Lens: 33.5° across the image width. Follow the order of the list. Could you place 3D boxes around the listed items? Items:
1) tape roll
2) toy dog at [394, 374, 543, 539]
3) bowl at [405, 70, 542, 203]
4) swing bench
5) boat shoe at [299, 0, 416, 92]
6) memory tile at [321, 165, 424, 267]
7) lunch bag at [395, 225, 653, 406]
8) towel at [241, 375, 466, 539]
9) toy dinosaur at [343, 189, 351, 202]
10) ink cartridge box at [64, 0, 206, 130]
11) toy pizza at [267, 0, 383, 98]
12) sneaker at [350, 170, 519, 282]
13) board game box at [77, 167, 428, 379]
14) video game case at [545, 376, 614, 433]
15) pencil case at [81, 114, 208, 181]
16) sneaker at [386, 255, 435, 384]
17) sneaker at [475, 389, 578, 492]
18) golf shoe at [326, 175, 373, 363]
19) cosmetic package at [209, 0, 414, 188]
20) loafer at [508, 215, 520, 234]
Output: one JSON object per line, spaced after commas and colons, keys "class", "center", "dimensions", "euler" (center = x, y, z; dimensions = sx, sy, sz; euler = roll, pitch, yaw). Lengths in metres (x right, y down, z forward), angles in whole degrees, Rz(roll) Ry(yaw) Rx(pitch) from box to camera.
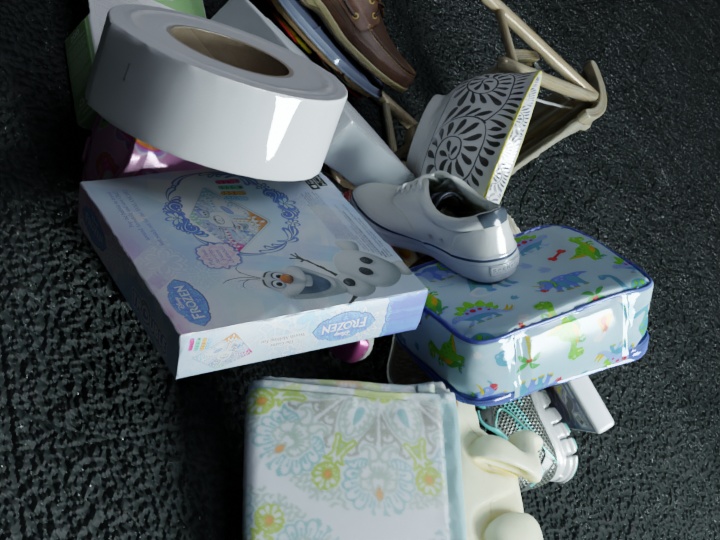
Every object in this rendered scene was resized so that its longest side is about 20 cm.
{"class": "tape roll", "center": [-0.115, -0.145, 0.958], "dimensions": [0.202, 0.071, 0.202], "euler": [19, 20, -7]}
{"class": "toy dog", "center": [0.068, 0.188, 1.015], "dimensions": [0.194, 0.140, 0.200], "euler": [-8, 63, -23]}
{"class": "bowl", "center": [0.104, -0.120, 1.203], "dimensions": [0.094, 0.201, 0.201], "euler": [21, 34, 9]}
{"class": "swing bench", "center": [0.149, -0.177, 1.364], "dimensions": [0.200, 0.199, 0.130], "euler": [25, 43, -35]}
{"class": "boat shoe", "center": [-0.006, -0.278, 1.282], "dimensions": [0.200, 0.068, 0.072], "euler": [47, 14, -9]}
{"class": "memory tile", "center": [0.028, -0.037, 1.253], "dimensions": [0.200, 0.017, 0.153], "euler": [54, 33, 0]}
{"class": "lunch bag", "center": [0.136, 0.033, 1.026], "dimensions": [0.200, 0.083, 0.161], "euler": [-17, 31, -24]}
{"class": "towel", "center": [-0.006, 0.175, 0.910], "dimensions": [0.171, 0.048, 0.200], "euler": [3, 60, -8]}
{"class": "toy dinosaur", "center": [-0.097, 0.000, 0.997], "dimensions": [0.181, 0.105, 0.200], "euler": [21, 39, -25]}
{"class": "ink cartridge box", "center": [-0.198, -0.199, 1.095], "dimensions": [0.145, 0.048, 0.200], "euler": [17, 45, -43]}
{"class": "toy pizza", "center": [-0.050, -0.258, 1.304], "dimensions": [0.200, 0.032, 0.200], "euler": [45, 15, -15]}
{"class": "sneaker", "center": [0.063, -0.055, 1.050], "dimensions": [0.073, 0.200, 0.071], "euler": [-24, 122, -34]}
{"class": "board game box", "center": [-0.086, -0.012, 0.906], "dimensions": [0.199, 0.043, 0.200], "euler": [-9, 39, -30]}
{"class": "video game case", "center": [0.170, 0.071, 1.208], "dimensions": [0.200, 0.023, 0.182], "euler": [59, -8, 0]}
{"class": "pencil case", "center": [-0.139, -0.075, 1.026], "dimensions": [0.200, 0.087, 0.088], "euler": [19, 46, -42]}
{"class": "sneaker", "center": [0.067, 0.067, 1.163], "dimensions": [0.200, 0.073, 0.085], "euler": [-71, 151, -44]}
{"class": "sneaker", "center": [0.133, 0.127, 1.173], "dimensions": [0.091, 0.078, 0.200], "euler": [-21, 74, -29]}
{"class": "golf shoe", "center": [0.000, 0.000, 1.125], "dimensions": [0.091, 0.075, 0.200], "euler": [17, 48, -32]}
{"class": "cosmetic package", "center": [-0.047, -0.163, 1.157], "dimensions": [0.200, 0.052, 0.151], "euler": [51, 11, 28]}
{"class": "loafer", "center": [0.165, 0.016, 1.327], "dimensions": [0.200, 0.076, 0.068], "euler": [68, 18, -1]}
